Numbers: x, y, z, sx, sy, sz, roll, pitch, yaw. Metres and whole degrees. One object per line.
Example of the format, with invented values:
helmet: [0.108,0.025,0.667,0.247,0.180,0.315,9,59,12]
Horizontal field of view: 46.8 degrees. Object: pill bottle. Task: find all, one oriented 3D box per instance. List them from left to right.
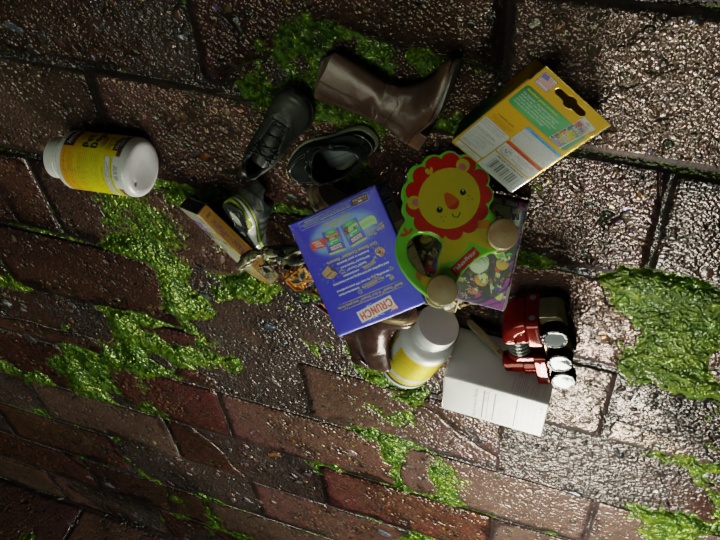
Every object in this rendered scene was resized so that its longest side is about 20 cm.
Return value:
pill bottle: [-0.483,-0.200,1.541,0.198,0.110,0.110,9,140,20]
pill bottle: [0.116,0.143,1.595,0.110,0.112,0.200,26,150,-2]

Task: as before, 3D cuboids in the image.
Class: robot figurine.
robot figurine: [-0.061,0.032,1.620,0.199,0.059,0.145,36,139,-14]

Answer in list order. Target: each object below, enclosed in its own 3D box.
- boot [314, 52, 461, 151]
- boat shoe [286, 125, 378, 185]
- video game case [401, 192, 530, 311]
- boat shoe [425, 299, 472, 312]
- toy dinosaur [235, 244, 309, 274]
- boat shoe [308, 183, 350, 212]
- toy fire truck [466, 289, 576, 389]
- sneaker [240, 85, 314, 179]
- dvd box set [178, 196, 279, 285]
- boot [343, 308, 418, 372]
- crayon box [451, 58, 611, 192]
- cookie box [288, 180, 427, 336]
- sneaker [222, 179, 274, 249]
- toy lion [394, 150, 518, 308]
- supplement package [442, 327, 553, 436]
boot: [0.030,-0.277,1.204,0.199,0.064,0.187,30,141,1]
boat shoe: [-0.057,-0.174,1.365,0.198,0.066,0.075,-11,131,38]
video game case: [0.158,-0.046,1.348,0.198,0.036,0.183,15,108,14]
boat shoe: [0.160,0.042,1.497,0.198,0.070,0.074,6,139,24]
toy dinosaur: [-0.129,-0.027,1.506,0.198,0.088,0.048,-6,109,-9]
boat shoe: [0.001,-0.095,1.430,0.199,0.072,0.064,31,139,-24]
toy fire truck: [0.281,0.116,1.495,0.198,0.129,0.177,-4,135,19]
sneaker: [-0.138,-0.214,1.344,0.076,0.091,0.200,32,141,-6]
dvd box set: [-0.252,-0.057,1.592,0.200,0.029,0.146,46,169,-24]
boot: [0.040,0.119,1.549,0.199,0.072,0.168,11,132,38]
crayon box: [0.240,-0.206,1.170,0.125,0.052,0.200,37,142,-15]
cookie box: [0.003,-0.018,1.350,0.170,0.075,0.202,-22,94,23]
sneaker: [-0.190,-0.096,1.530,0.074,0.081,0.200,39,165,13]
toy lion: [0.129,-0.073,1.271,0.192,0.200,0.069,47,177,4]
supplement package: [0.268,0.213,1.596,0.198,0.122,0.120,14,142,15]
